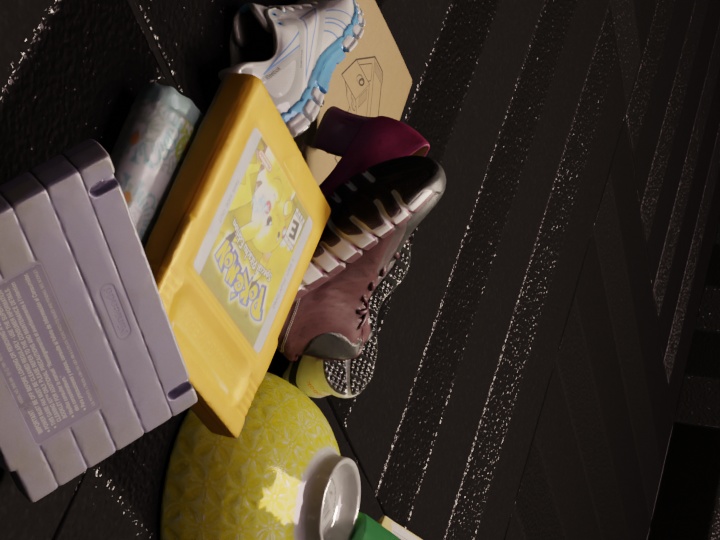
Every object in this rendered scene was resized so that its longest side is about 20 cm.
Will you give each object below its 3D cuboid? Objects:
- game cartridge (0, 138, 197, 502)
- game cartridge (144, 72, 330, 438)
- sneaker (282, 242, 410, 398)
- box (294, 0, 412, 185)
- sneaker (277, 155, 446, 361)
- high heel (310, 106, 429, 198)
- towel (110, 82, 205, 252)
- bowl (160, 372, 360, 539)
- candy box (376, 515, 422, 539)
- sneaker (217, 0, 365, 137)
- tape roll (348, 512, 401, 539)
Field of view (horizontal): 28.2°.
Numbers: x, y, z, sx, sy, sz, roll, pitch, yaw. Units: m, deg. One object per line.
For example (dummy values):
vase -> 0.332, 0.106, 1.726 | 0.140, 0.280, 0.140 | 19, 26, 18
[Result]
game cartridge -> -0.179, 0.034, 0.839 | 0.129, 0.038, 0.200 | -28, 132, -18
game cartridge -> -0.089, -0.007, 1.008 | 0.176, 0.032, 0.200 | 61, 43, -55
sneaker -> -0.017, 0.023, 1.262 | 0.074, 0.080, 0.200 | 38, 56, -26
box -> -0.009, -0.139, 1.296 | 0.164, 0.021, 0.200 | 59, 44, -55
sneaker -> 0.000, 0.000, 1.157 | 0.116, 0.200, 0.076 | 53, 3, -37
high heel -> -0.013, -0.033, 1.188 | 0.067, 0.096, 0.200 | -4, 112, -58
towel -> -0.130, -0.010, 1.006 | 0.200, 0.048, 0.172 | 55, 45, -58
bowl -> -0.064, 0.181, 1.141 | 0.200, 0.107, 0.201 | 7, 90, -68
candy box -> -0.016, 0.332, 1.298 | 0.115, 0.055, 0.200 | -54, -176, 46
sneaker -> -0.057, -0.183, 1.113 | 0.087, 0.075, 0.200 | 53, 34, -28
tape roll -> -0.037, 0.293, 1.166 | 0.201, 0.048, 0.200 | -53, -174, 8
